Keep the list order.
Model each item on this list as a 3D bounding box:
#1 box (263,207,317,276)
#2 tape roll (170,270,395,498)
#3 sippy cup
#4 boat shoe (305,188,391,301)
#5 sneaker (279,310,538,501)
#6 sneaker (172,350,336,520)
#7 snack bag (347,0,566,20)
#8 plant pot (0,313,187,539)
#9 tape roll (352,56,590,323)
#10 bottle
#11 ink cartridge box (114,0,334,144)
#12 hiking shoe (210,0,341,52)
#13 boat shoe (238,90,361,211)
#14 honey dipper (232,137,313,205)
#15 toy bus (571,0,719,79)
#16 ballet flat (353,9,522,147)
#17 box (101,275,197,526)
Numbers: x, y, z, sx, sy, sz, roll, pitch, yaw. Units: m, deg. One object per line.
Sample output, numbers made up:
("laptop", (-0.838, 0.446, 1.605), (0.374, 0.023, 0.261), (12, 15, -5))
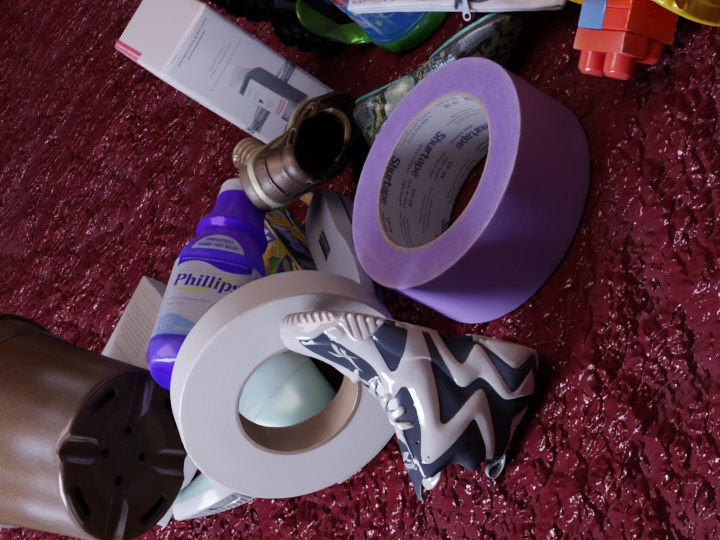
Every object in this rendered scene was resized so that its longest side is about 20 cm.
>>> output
("box", (-0.080, -0.004, 1.408), (0.070, 0.064, 0.200), (-56, 34, 13))
("tape roll", (-0.054, 0.096, 1.188), (0.204, 0.201, 0.037), (-55, 33, 15))
("sippy cup", (0.012, -0.298, 1.406), (0.179, 0.129, 0.139), (-60, 35, 6))
("boat shoe", (0.000, 0.000, 1.295), (0.201, 0.065, 0.073), (-114, 39, -55))
("sneaker", (0.028, 0.104, 1.105), (0.079, 0.196, 0.131), (179, 101, -83))
("sneaker", (-0.108, 0.136, 1.316), (0.200, 0.074, 0.119), (-38, 71, 22))
("snack bag", (0.099, -0.299, 1.277), (0.197, 0.021, 0.191), (4, 62, 21))
("plant pot", (-0.269, 0.150, 1.313), (0.196, 0.200, 0.203), (7, 74, 38))
("tape roll", (0.088, -0.065, 1.199), (0.199, 0.084, 0.202), (-31, 47, 40))
("bottle", (-0.125, 0.011, 1.285), (0.066, 0.082, 0.202), (87, -165, -56))
("ink cartridge box", (-0.126, -0.194, 1.467), (0.085, 0.199, 0.145), (-57, 34, 1))
("hiking shoe", (-0.092, -0.294, 1.481), (0.074, 0.199, 0.088), (3, 74, 39))
("boat shoe", (-0.033, -0.118, 1.356), (0.074, 0.075, 0.203), (-29, 15, 35))
("honey dipper", (-0.071, -0.086, 1.478), (0.200, 0.038, 0.038), (38, 100, 51))
("toy bus", (0.227, -0.236, 1.088), (0.199, 0.134, 0.195), (12, 92, 53))
("ballet flat", (0.076, -0.158, 1.304), (0.199, 0.074, 0.075), (-29, 47, 44))
("box", (-0.206, 0.130, 1.466), (0.202, 0.097, 0.124), (-60, 35, 7))
